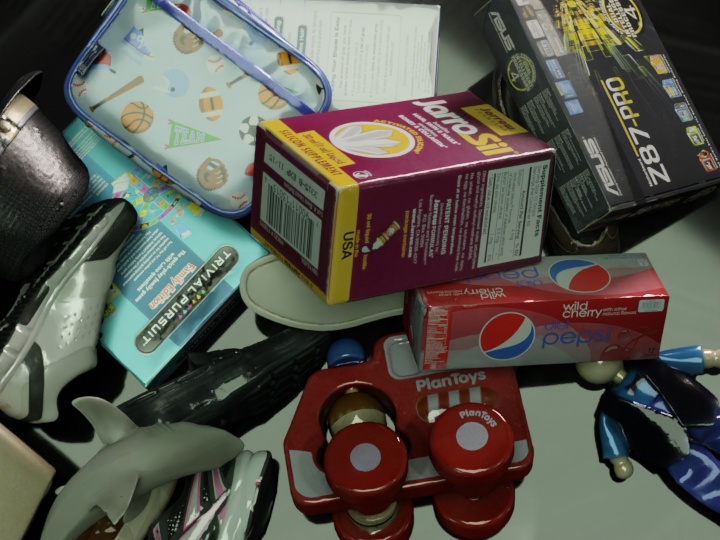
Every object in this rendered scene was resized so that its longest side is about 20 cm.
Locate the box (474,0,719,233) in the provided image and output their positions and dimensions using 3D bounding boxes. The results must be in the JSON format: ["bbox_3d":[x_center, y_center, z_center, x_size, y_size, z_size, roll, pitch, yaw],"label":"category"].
[{"bbox_3d":[0.196,-0.139,1.522,0.161,0.049,0.200,-14,76,-41],"label":"box"}]

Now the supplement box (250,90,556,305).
[{"bbox_3d":[0.032,-0.060,1.462,0.200,0.131,0.103,-12,122,-30],"label":"supplement box"}]

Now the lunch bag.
[{"bbox_3d":[-0.129,-0.149,1.502,0.200,0.076,0.160,37,92,-1],"label":"lunch bag"}]

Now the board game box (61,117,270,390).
[{"bbox_3d":[-0.194,-0.022,1.553,0.200,0.047,0.151,42,84,9],"label":"board game box"}]

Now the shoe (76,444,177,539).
[{"bbox_3d":[-0.204,0.202,1.507,0.070,0.053,0.200,28,81,7],"label":"shoe"}]

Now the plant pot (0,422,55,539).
[{"bbox_3d":[-0.343,0.177,1.453,0.177,0.200,0.200,26,81,-4],"label":"plant pot"}]

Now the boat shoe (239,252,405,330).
[{"bbox_3d":[0.000,0.000,1.527,0.200,0.062,0.075,-9,111,-6],"label":"boat shoe"}]

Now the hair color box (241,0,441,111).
[{"bbox_3d":[-0.035,-0.172,1.571,0.200,0.061,0.100,4,81,2],"label":"hair color box"}]

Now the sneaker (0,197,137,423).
[{"bbox_3d":[-0.233,0.032,1.495,0.080,0.074,0.200,39,74,-23],"label":"sneaker"}]

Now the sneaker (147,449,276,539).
[{"bbox_3d":[-0.132,0.233,1.496,0.086,0.080,0.200,12,70,12],"label":"sneaker"}]

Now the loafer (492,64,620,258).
[{"bbox_3d":[0.167,-0.095,1.545,0.073,0.071,0.200,-22,79,-3],"label":"loafer"}]

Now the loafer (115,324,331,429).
[{"bbox_3d":[-0.113,0.089,1.507,0.200,0.068,0.070,-31,65,-21],"label":"loafer"}]

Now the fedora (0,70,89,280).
[{"bbox_3d":[-0.269,-0.056,1.459,0.092,0.201,0.201,32,81,-7],"label":"fedora"}]

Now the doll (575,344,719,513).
[{"bbox_3d":[0.258,0.119,1.512,0.200,0.048,0.136,36,83,14],"label":"doll"}]

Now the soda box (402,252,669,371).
[{"bbox_3d":[0.137,0.031,1.489,0.200,0.070,0.063,-2,123,-11],"label":"soda box"}]

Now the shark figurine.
[{"bbox_3d":[-0.195,0.187,1.408,0.128,0.090,0.215,38,95,-27],"label":"shark figurine"}]

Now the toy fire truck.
[{"bbox_3d":[0.038,0.123,1.500,0.200,0.112,0.168,-9,55,-1],"label":"toy fire truck"}]
